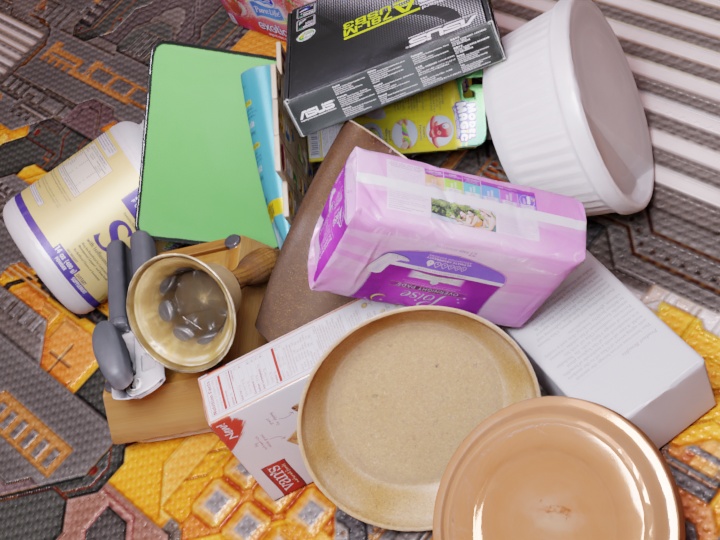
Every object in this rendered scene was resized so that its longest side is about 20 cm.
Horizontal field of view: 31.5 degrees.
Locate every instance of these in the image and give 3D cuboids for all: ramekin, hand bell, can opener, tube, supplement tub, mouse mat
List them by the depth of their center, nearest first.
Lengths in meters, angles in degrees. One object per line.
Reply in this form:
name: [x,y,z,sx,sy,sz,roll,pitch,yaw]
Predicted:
ramekin: [0.187,-0.139,1.159,0.094,0.202,0.204,-17,47,28]
hand bell: [-0.118,0.010,1.163,0.103,0.105,0.200,-5,14,22]
can opener: [-0.217,0.033,1.190,0.053,0.067,0.201,-21,47,9]
tube: [-0.082,-0.102,1.276,0.050,0.077,0.202,-8,83,-2]
mouse mat: [-0.143,-0.125,1.300,0.008,0.160,0.202,180,96,-68]
supplement tub: [-0.257,-0.065,1.347,0.199,0.146,0.146,-36,47,-4]

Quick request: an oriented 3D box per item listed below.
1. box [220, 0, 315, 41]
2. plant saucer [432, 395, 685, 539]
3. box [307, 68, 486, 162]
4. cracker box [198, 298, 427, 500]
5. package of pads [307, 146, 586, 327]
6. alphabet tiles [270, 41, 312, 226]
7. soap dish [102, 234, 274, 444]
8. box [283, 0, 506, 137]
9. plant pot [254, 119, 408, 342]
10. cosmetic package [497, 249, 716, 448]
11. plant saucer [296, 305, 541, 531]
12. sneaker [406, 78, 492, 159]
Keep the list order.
box: [-0.079,-0.336,1.508,0.199,0.096,0.100,27,68,39]
plant saucer: [0.144,0.195,0.968,0.199,0.032,0.202,-8,74,29]
box: [0.038,-0.172,1.262,0.199,0.048,0.118,-1,95,34]
cracker box: [-0.021,0.105,1.102,0.199,0.134,0.058,-26,46,6]
package of pads: [0.066,-0.021,1.010,0.198,0.121,0.076,11,55,-16]
alphabet tiles: [-0.063,-0.118,1.234,0.006,0.200,0.168,-4,79,6]
soap dish: [-0.165,0.062,1.244,0.156,0.081,0.201,-12,49,18]
box: [0.027,-0.219,1.188,0.199,0.048,0.194,-19,32,12]
plant pot: [0.000,0.000,1.166,0.201,0.187,0.187,-52,48,1]
cosmetic package: [0.192,0.062,1.073,0.101,0.071,0.200,-36,47,-4]
plant saucer: [0.046,0.116,1.038,0.199,0.201,0.035,-27,21,4]
sneaker: [0.093,-0.147,1.304,0.200,0.076,0.116,35,113,19]
